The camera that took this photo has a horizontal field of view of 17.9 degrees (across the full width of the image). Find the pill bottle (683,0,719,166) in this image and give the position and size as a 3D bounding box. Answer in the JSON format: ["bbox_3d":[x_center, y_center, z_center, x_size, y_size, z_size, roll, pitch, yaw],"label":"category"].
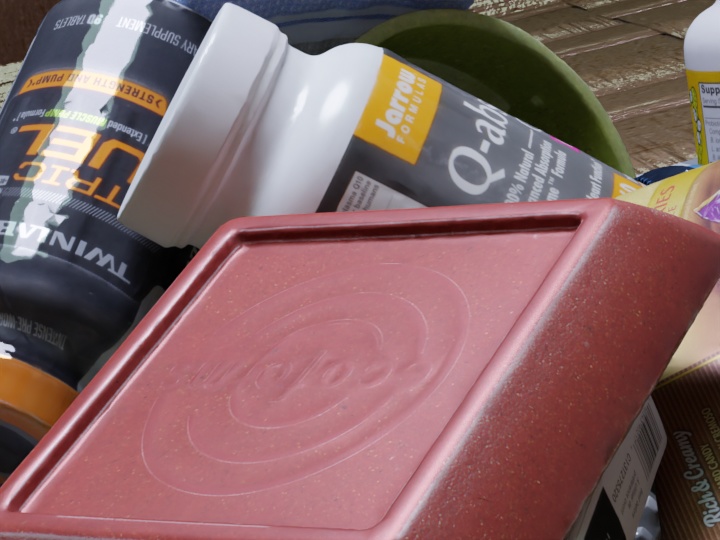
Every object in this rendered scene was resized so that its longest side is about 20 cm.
[{"bbox_3d":[0.201,-0.062,1.022,0.104,0.200,0.104,-8,9,1],"label":"pill bottle"}]

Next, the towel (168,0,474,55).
[{"bbox_3d":[-0.017,-0.113,1.014,0.147,0.024,0.200,-7,-19,-17],"label":"towel"}]

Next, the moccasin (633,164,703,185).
[{"bbox_3d":[0.138,0.012,0.952,0.068,0.081,0.200,-11,27,-6],"label":"moccasin"}]

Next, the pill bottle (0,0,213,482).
[{"bbox_3d":[-0.116,-0.011,0.950,0.106,0.106,0.200,-6,51,34],"label":"pill bottle"}]

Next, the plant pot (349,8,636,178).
[{"bbox_3d":[0.000,0.000,1.062,0.200,0.201,0.184,-22,3,-38],"label":"plant pot"}]

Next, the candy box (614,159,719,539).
[{"bbox_3d":[0.150,0.037,0.727,0.117,0.056,0.200,-20,36,16],"label":"candy box"}]

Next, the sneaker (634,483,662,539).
[{"bbox_3d":[0.056,0.104,0.756,0.081,0.075,0.200,-37,8,24],"label":"sneaker"}]

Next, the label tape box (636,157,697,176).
[{"bbox_3d":[0.201,-0.022,1.200,0.200,0.063,0.144,-15,12,-9],"label":"label tape box"}]

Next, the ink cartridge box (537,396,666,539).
[{"bbox_3d":[-0.012,0.080,0.699,0.200,0.037,0.095,-6,35,28],"label":"ink cartridge box"}]

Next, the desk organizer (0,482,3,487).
[{"bbox_3d":[-0.185,0.088,1.059,0.200,0.077,0.072,-24,-30,33],"label":"desk organizer"}]

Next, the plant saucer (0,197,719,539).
[{"bbox_3d":[-0.013,0.041,0.695,0.199,0.037,0.200,-2,37,37],"label":"plant saucer"}]

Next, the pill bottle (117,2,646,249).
[{"bbox_3d":[0.016,-0.017,0.882,0.200,0.116,0.116,27,8,-8],"label":"pill bottle"}]
